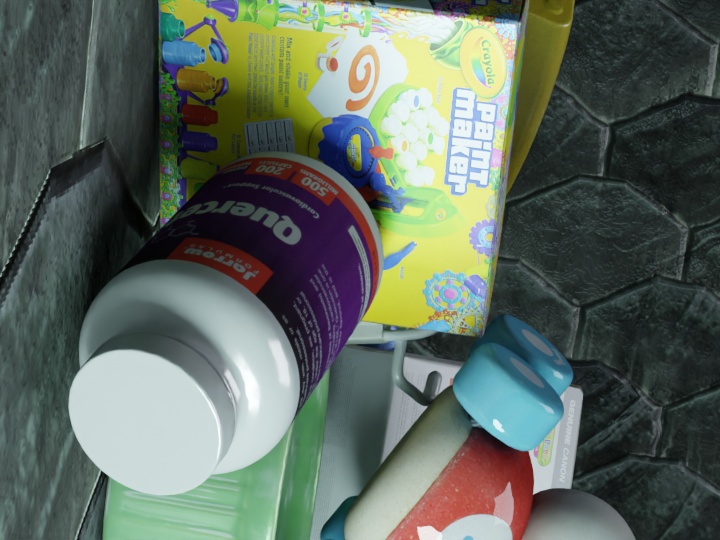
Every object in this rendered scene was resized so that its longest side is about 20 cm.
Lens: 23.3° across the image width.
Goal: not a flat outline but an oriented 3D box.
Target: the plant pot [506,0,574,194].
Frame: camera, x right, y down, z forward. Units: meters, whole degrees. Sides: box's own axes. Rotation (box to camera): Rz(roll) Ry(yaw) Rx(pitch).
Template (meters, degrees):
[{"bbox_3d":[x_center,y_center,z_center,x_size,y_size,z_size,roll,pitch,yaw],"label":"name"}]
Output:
[{"bbox_3d":[0.064,-0.201,1.296,0.176,0.199,0.201,128,-22,-54],"label":"plant pot"}]

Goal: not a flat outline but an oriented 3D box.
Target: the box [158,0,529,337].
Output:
[{"bbox_3d":[-0.008,-0.087,0.990,0.122,0.191,0.201,-74,171,-56],"label":"box"}]

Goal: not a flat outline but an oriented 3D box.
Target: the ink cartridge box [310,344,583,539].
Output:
[{"bbox_3d":[0.055,0.163,1.214,0.084,0.175,0.201,6,-94,55],"label":"ink cartridge box"}]

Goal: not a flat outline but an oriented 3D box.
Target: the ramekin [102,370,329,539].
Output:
[{"bbox_3d":[-0.082,0.123,1.016,0.200,0.097,0.201,8,90,-85],"label":"ramekin"}]

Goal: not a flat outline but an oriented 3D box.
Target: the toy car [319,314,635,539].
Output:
[{"bbox_3d":[0.097,0.164,1.019,0.185,0.200,0.177,-51,177,12],"label":"toy car"}]

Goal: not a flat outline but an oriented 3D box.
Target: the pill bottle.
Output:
[{"bbox_3d":[-0.067,0.025,0.872,0.200,0.112,0.113,-55,154,-58],"label":"pill bottle"}]

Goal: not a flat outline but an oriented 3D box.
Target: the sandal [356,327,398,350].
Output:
[{"bbox_3d":[0.017,0.099,1.275,0.080,0.087,0.201,-67,164,-77],"label":"sandal"}]

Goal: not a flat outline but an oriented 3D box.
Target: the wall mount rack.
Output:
[{"bbox_3d":[0.000,0.000,1.139,0.075,0.199,0.175,37,58,-50],"label":"wall mount rack"}]
